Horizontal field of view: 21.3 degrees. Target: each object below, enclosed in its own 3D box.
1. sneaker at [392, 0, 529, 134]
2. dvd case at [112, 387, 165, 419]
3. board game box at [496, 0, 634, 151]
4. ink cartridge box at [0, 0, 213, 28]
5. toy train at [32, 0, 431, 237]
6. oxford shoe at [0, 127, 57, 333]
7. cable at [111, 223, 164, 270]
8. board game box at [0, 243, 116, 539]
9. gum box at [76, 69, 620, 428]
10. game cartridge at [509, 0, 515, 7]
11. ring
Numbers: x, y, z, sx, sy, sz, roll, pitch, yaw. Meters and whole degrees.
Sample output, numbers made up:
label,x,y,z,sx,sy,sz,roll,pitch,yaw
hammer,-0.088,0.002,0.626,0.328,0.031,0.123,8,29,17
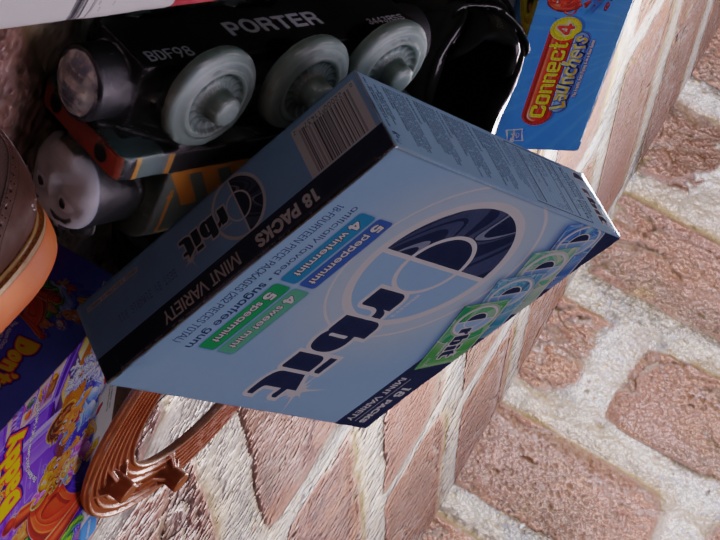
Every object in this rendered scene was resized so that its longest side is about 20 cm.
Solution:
label,x,y,z,sx,sy,sz,roll,pitch,yaw
sneaker,0.049,-0.116,0.940,0.091,0.076,0.201,-37,-138,53
dvd case,-0.074,0.015,1.025,0.149,0.016,0.200,-45,176,-19
board game box,0.103,-0.207,1.086,0.196,0.056,0.201,105,-20,-48
ink cartridge box,-0.085,-0.157,0.576,0.145,0.084,0.200,-65,168,18
toy train,-0.053,-0.071,0.830,0.200,0.085,0.114,-16,140,-44
oxford shoe,-0.180,0.022,0.663,0.073,0.071,0.200,80,29,-44
cable,-0.063,-0.078,0.942,0.201,0.051,0.163,-62,168,2
board game box,-0.172,0.101,0.901,0.135,0.045,0.200,-52,165,-40
gum box,0.000,0.000,0.865,0.170,0.045,0.200,-39,151,23
game cartridge,0.053,-0.167,1.102,0.200,0.041,0.133,105,-23,-46
ring,-0.070,0.052,0.988,0.201,0.019,0.201,-50,168,-14
